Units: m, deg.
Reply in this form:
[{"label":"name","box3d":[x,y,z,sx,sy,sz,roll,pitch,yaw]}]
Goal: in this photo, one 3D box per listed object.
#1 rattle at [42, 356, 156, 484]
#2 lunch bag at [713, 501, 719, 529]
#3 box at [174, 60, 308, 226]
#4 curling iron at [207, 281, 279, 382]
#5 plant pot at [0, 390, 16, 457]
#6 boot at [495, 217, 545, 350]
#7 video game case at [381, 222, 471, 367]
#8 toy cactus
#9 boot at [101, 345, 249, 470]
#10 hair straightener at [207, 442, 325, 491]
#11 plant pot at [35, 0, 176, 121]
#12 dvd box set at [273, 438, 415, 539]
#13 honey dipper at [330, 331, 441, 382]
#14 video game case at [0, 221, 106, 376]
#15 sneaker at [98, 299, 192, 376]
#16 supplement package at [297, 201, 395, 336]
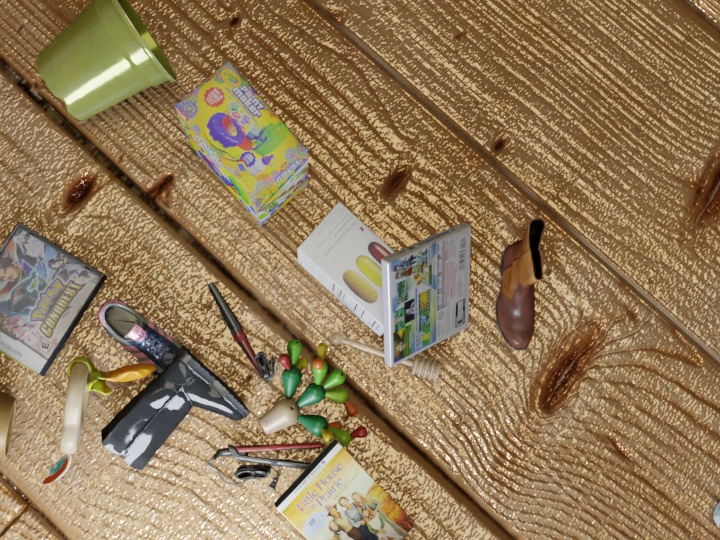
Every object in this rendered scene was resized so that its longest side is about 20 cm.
[{"label":"rattle","box3d":[-0.424,0.249,1.381,0.141,0.130,0.203,14,61,-28]},{"label":"lunch bag","box3d":[0.710,0.437,1.439,0.200,0.076,0.161,41,81,6]},{"label":"box","box3d":[-0.195,-0.210,1.447,0.122,0.193,0.200,-41,83,-10]},{"label":"curling iron","box3d":[-0.203,0.103,1.466,0.049,0.025,0.201,-41,78,27]},{"label":"plant pot","box3d":[-0.657,0.237,1.348,0.196,0.186,0.190,9,78,-15]},{"label":"boot","box3d":[0.283,0.029,1.426,0.067,0.200,0.192,8,78,-2]},{"label":"video game case","box3d":[0.111,0.040,1.409,0.180,0.203,0.022,-23,36,-31]},{"label":"toy cactus","box3d":[-0.092,0.222,1.427,0.164,0.102,0.202,-32,90,-1]},{"label":"boot","box3d":[-0.305,0.253,1.410,0.165,0.066,0.200,44,84,-12]},{"label":"hair straightener","box3d":[-0.156,0.327,1.418,0.196,0.041,0.078,1,79,-9]},{"label":"plant pot","box3d":[-0.451,-0.365,1.476,0.183,0.200,0.202,-33,82,2]},{"label":"dvd box set","box3d":[-0.023,0.397,1.389,0.146,0.029,0.201,-43,103,-10]},{"label":"honey dipper","box3d":[0.042,0.147,1.474,0.197,0.038,0.039,17,78,4]},{"label":"video game case","box3d":[-0.565,0.048,1.457,0.179,0.026,0.202,30,79,3]},{"label":"sneaker","box3d":[-0.359,0.121,1.426,0.199,0.082,0.071,35,79,-1]},{"label":"supplement package","box3d":[0.000,0.000,1.460,0.199,0.110,0.114,41,79,5]}]
